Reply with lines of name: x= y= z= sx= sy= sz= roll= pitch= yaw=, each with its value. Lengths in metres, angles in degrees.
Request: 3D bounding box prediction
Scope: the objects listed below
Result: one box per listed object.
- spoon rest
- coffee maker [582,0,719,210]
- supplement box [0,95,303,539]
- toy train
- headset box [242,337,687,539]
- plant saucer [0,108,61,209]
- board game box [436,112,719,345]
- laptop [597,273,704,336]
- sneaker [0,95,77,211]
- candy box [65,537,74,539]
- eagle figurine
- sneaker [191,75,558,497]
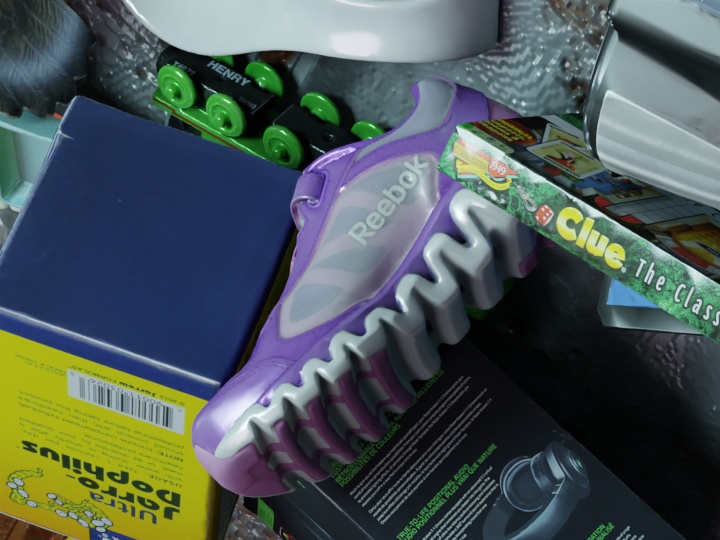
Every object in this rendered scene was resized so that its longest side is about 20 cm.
spoon rest: x=-0.039 y=-0.129 z=0.993 sx=0.199 sy=0.061 sz=0.100 roll=18 pitch=125 yaw=28
coffee maker: x=0.195 y=-0.073 z=0.735 sx=0.200 sy=0.135 sz=0.192 roll=34 pitch=90 yaw=25
supplement box: x=-0.096 y=0.036 z=1.011 sx=0.109 sy=0.109 sz=0.200 roll=19 pitch=149 yaw=5
toy train: x=-0.012 y=-0.042 z=1.040 sx=0.200 sy=0.042 sz=0.057 roll=30 pitch=141 yaw=21
headset box: x=0.039 y=0.109 z=1.001 sx=0.200 sy=0.093 sz=0.174 roll=43 pitch=166 yaw=10
plant saucer: x=-0.070 y=-0.024 z=1.027 sx=0.199 sy=0.019 sz=0.070 roll=19 pitch=151 yaw=8
board game box: x=0.132 y=0.001 z=0.795 sx=0.200 sy=0.105 sz=0.024 roll=33 pitch=111 yaw=27
laptop: x=0.155 y=-0.084 z=0.833 sx=0.177 sy=0.103 sz=0.201 roll=3 pitch=126 yaw=36
sneaker: x=-0.118 y=-0.049 z=1.106 sx=0.199 sy=0.082 sz=0.077 roll=28 pitch=114 yaw=-5
candy box: x=-0.096 y=0.237 z=1.282 sx=0.102 sy=0.026 sz=0.201 roll=-7 pitch=111 yaw=43
eagle figurine: x=-0.183 y=-0.179 z=1.012 sx=0.151 sy=0.152 sz=0.201 roll=21 pitch=127 yaw=30
sneaker: x=0.000 y=0.000 z=0.908 sx=0.088 sy=0.200 sz=0.081 roll=39 pitch=165 yaw=21
